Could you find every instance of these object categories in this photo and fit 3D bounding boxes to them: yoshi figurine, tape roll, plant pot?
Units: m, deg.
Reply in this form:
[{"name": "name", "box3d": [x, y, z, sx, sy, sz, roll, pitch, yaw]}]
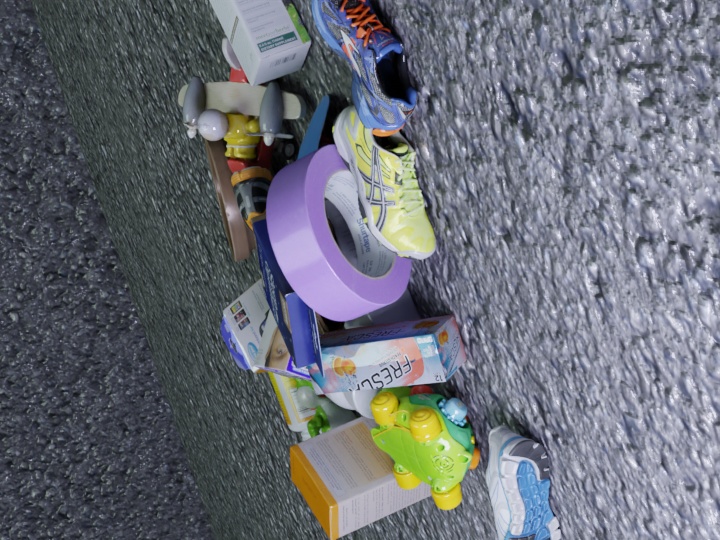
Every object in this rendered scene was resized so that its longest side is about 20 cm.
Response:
[{"name": "yoshi figurine", "box3d": [-0.038, 0.211, 1.814, 0.201, 0.111, 0.112, 56, -167, 6]}, {"name": "tape roll", "box3d": [-0.023, -0.045, 1.396, 0.065, 0.199, 0.202, -23, 89, 34]}, {"name": "plant pot", "box3d": [-0.178, -0.122, 1.835, 0.201, 0.091, 0.204, 166, 90, -83]}]

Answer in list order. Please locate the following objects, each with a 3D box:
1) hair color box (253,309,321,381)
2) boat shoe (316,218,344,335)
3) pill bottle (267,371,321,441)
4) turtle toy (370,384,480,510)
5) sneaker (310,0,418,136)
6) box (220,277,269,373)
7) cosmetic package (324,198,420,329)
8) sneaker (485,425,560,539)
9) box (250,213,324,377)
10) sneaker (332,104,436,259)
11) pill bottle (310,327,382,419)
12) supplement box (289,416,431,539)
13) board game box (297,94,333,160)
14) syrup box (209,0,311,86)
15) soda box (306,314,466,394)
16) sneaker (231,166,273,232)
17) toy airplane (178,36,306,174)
[{"name": "hair color box", "box3d": [-0.078, 0.051, 1.655, 0.109, 0.064, 0.203, 0, 73, 60]}, {"name": "boat shoe", "box3d": [-0.043, 0.010, 1.504, 0.075, 0.075, 0.204, 36, 150, 27]}, {"name": "pill bottle", "box3d": [-0.087, 0.189, 1.927, 0.109, 0.108, 0.202, -9, 102, 69]}, {"name": "turtle toy", "box3d": [0.079, 0.207, 1.513, 0.199, 0.101, 0.147, 18, 134, 49]}, {"name": "sneaker", "box3d": [0.013, -0.253, 1.298, 0.078, 0.075, 0.202, -13, 106, 61]}, {"name": "box", "box3d": [-0.134, 0.071, 1.850, 0.199, 0.041, 0.120, -39, 69, 25]}, {"name": "cosmetic package", "box3d": [0.000, 0.000, 1.564, 0.202, 0.071, 0.101, 68, 158, 2]}, {"name": "sneaker", "box3d": [0.186, 0.273, 1.391, 0.087, 0.074, 0.203, -137, 39, -62]}, {"name": "box", "box3d": [-0.093, 0.033, 1.463, 0.201, 0.032, 0.122, -120, 19, -48]}, {"name": "sneaker", "box3d": [0.035, -0.105, 1.371, 0.076, 0.075, 0.202, -24, 96, 53]}, {"name": "pill bottle", "box3d": [-0.014, 0.135, 1.678, 0.200, 0.113, 0.116, 31, 139, 59]}, {"name": "supplement box", "box3d": [0.017, 0.271, 1.613, 0.126, 0.198, 0.074, 48, 149, 44]}, {"name": "board game box", "box3d": [-0.058, -0.130, 1.538, 0.158, 0.038, 0.203, 135, 150, -66]}, {"name": "syrup box", "box3d": [-0.147, -0.359, 1.563, 0.202, 0.078, 0.081, 64, 160, 11]}, {"name": "soda box", "box3d": [0.029, 0.107, 1.463, 0.198, 0.068, 0.064, -10, 104, 33]}, {"name": "sneaker", "box3d": [-0.129, -0.073, 1.714, 0.200, 0.077, 0.078, 42, -148, -54]}, {"name": "toy airplane", "box3d": [-0.176, -0.235, 1.670, 0.200, 0.140, 0.200, 52, 138, 11]}]
